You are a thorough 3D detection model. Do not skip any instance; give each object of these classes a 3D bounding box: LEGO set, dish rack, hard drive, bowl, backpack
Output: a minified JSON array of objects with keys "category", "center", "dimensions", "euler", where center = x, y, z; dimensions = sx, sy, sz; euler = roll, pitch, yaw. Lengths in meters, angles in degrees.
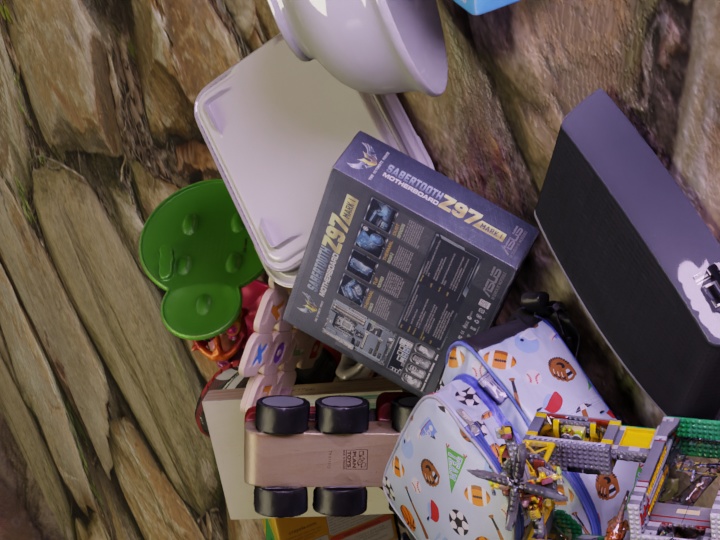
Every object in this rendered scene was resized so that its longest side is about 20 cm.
[{"category":"LEGO set","center":[0.167,0.171,1.178],"dimensions":[0.199,0.116,0.154],"euler":[11,123,18]},{"category":"dish rack","center":[-0.048,-0.105,1.541],"dimensions":[0.044,0.171,0.200],"euler":[16,-135,-62]},{"category":"hard drive","center":[0.180,-0.004,1.207],"dimensions":[0.200,0.042,0.135],"euler":[59,158,27]},{"category":"bowl","center":[-0.014,-0.206,1.314],"dimensions":[0.201,0.090,0.202],"euler":[-17,-90,-76]},{"category":"backpack","center":[0.121,0.150,1.361],"dimensions":[0.191,0.154,0.200],"euler":[45,147,20]}]

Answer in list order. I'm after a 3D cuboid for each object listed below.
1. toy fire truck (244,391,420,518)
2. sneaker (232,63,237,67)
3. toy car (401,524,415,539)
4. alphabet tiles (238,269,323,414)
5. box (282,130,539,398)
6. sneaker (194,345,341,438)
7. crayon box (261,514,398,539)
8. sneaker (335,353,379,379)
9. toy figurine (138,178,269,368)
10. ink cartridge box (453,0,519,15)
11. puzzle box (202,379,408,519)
[{"category":"toy fire truck","center":[-0.015,0.157,1.638],"dimensions":[0.200,0.175,0.129],"euler":[-114,24,-79]},{"category":"sneaker","center":[-0.090,-0.103,1.639],"dimensions":[0.075,0.086,0.201],"euler":[90,-178,-56]},{"category":"toy car","center":[0.091,0.287,1.531],"dimensions":[0.200,0.157,0.164],"euler":[58,167,19]},{"category":"alphabet tiles","center":[-0.057,0.032,1.660],"dimensions":[0.015,0.196,0.201],"euler":[20,97,17]},{"category":"box","center":[0.034,0.004,1.442],"dimensions":[0.157,0.051,0.200],"euler":[28,141,7]},{"category":"sneaker","center":[-0.101,0.127,1.864],"dimensions":[0.200,0.098,0.071],"euler":[-30,113,35]},{"category":"crayon box","center":[-0.036,0.230,1.874],"dimensions":[0.052,0.125,0.201],"euler":[35,140,59]},{"category":"sneaker","center":[0.000,0.000,1.611],"dimensions":[0.075,0.090,0.201],"euler":[26,133,63]},{"category":"toy figurine","center":[-0.138,0.039,1.945],"dimensions":[0.184,0.150,0.201],"euler":[75,-166,-52]},{"category":"ink cartridge box","center":[0.068,-0.281,1.200],"dimensions":[0.116,0.067,0.201],"euler":[48,151,48]},{"category":"puzzle box","center":[-0.041,0.170,1.767],"dimensions":[0.025,0.199,0.133],"euler":[-62,-35,-62]}]
